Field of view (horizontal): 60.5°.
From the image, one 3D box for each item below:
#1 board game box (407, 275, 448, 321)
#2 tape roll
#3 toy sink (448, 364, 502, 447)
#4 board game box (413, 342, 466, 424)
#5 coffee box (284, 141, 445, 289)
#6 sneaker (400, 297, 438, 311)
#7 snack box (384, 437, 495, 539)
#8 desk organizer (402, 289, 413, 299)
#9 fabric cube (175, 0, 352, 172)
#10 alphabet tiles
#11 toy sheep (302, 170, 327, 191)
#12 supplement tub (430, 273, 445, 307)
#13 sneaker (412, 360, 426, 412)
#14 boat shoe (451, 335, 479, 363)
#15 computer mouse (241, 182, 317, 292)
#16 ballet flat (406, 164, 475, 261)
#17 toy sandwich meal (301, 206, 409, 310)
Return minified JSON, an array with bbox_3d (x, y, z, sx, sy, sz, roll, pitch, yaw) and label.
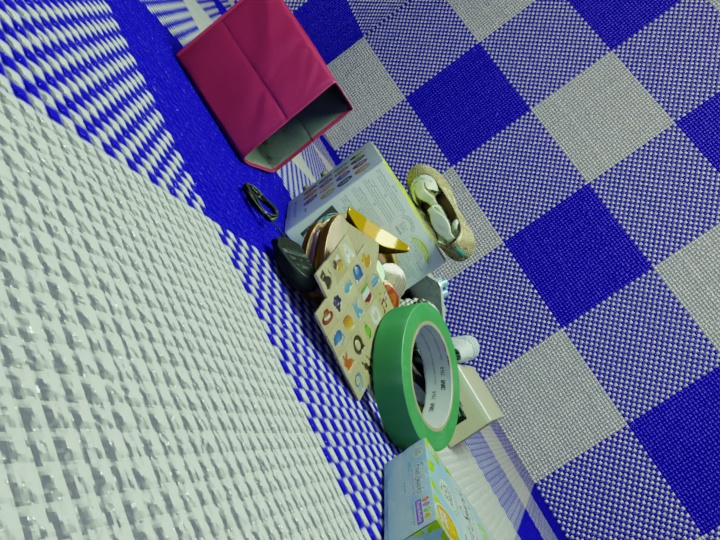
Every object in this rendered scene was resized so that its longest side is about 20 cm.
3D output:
[{"bbox_3d":[0.121,0.080,1.268,0.199,0.025,0.205,32,-43,54],"label":"board game box"},{"bbox_3d":[0.084,0.151,0.879,0.199,0.047,0.206,30,55,-55],"label":"tape roll"},{"bbox_3d":[0.215,0.289,1.326,0.132,0.111,0.199,59,12,18],"label":"toy sink"},{"bbox_3d":[0.114,0.191,1.078,0.138,0.028,0.200,64,-12,1],"label":"board game box"},{"bbox_3d":[0.004,-0.070,1.068,0.202,0.195,0.200,54,8,-19],"label":"coffee box"},{"bbox_3d":[0.071,0.093,1.075,0.198,0.074,0.083,10,-63,56],"label":"sneaker"},{"bbox_3d":[0.102,0.304,0.643,0.202,0.067,0.169,55,8,-8],"label":"snack box"},{"bbox_3d":[0.050,0.045,1.277,0.203,0.070,0.078,60,-28,21],"label":"desk organizer"},{"bbox_3d":[-0.154,-0.316,1.051,0.202,0.198,0.196,54,8,2],"label":"fabric cube"},{"bbox_3d":[0.001,0.064,0.818,0.204,0.006,0.167,66,33,-23],"label":"alphabet tiles"},{"bbox_3d":[-0.048,-0.124,1.255,0.140,0.137,0.199,58,22,14],"label":"toy sheep"},{"bbox_3d":[0.123,0.049,1.591,0.145,0.143,0.202,47,12,-51],"label":"supplement tub"},{"bbox_3d":[0.063,0.170,1.019,0.203,0.073,0.081,61,-8,18],"label":"sneaker"},{"bbox_3d":[0.163,0.178,1.332,0.066,0.198,0.075,-14,81,-41],"label":"boat shoe"},{"bbox_3d":[-0.116,-0.043,0.832,0.058,0.034,0.202,18,32,-52],"label":"computer mouse"},{"bbox_3d":[0.123,-0.106,1.011,0.065,0.070,0.202,20,34,-54],"label":"ballet flat"},{"bbox_3d":[0.000,0.000,0.897,0.201,0.069,0.211,11,72,-38],"label":"toy sandwich meal"}]
